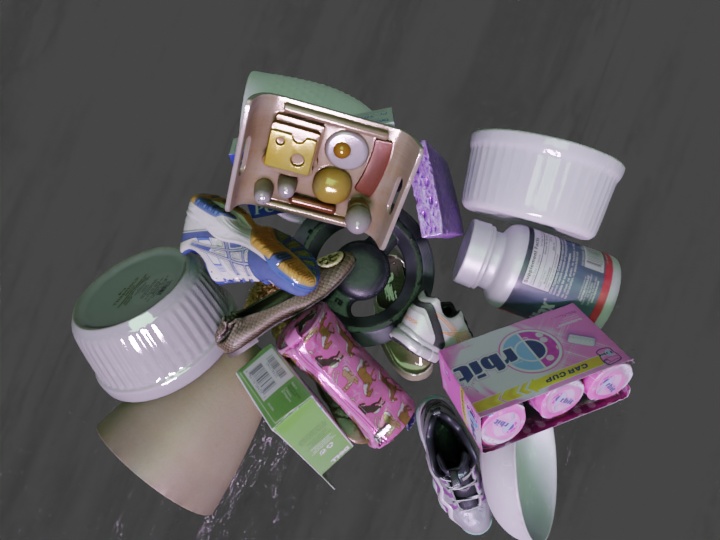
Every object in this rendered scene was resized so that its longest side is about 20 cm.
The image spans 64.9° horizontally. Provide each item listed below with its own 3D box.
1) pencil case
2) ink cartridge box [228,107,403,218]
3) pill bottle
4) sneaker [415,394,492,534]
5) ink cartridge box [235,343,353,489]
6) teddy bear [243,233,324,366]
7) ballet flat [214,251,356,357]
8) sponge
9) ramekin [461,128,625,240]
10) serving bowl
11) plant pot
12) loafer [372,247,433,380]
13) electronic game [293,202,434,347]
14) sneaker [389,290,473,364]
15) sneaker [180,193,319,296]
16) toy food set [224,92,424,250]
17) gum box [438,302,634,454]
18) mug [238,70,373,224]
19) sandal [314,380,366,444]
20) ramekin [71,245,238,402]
[{"bbox_3d":[-0.017,0.129,0.699,0.083,0.086,0.200,-45,109,-14],"label":"pencil case"},{"bbox_3d":[-0.050,-0.129,0.694,0.198,0.044,0.095,-10,129,6],"label":"ink cartridge box"},{"bbox_3d":[0.234,0.005,0.774,0.198,0.120,0.121,19,88,2],"label":"pill bottle"},{"bbox_3d":[0.127,0.273,0.752,0.077,0.140,0.202,-24,86,1],"label":"sneaker"},{"bbox_3d":[-0.071,0.191,0.727,0.059,0.201,0.104,-38,47,-10],"label":"ink cartridge box"},{"bbox_3d":[-0.096,0.032,0.780,0.143,0.067,0.202,-8,71,-1],"label":"teddy bear"},{"bbox_3d":[-0.094,0.032,0.691,0.199,0.067,0.047,-35,105,0],"label":"ballet flat"},{"bbox_3d":[0.101,-0.099,0.744,0.030,0.200,0.113,-13,89,17],"label":"sponge"},{"bbox_3d":[0.230,-0.109,0.745,0.199,0.200,0.099,16,95,2],"label":"ramekin"},{"bbox_3d":[0.202,0.245,0.743,0.065,0.199,0.202,-7,87,31],"label":"serving bowl"},{"bbox_3d":[-0.204,0.180,0.758,0.187,0.187,0.200,38,76,2],"label":"plant pot"},{"bbox_3d":[0.053,0.061,0.800,0.075,0.068,0.202,-20,87,0],"label":"loafer"},{"bbox_3d":[0.000,0.000,0.753,0.198,0.042,0.202,0,84,-2],"label":"electronic game"},{"bbox_3d":[0.125,0.091,0.750,0.073,0.199,0.081,28,88,45],"label":"sneaker"},{"bbox_3d":[-0.135,-0.013,0.683,0.199,0.075,0.089,33,108,24],"label":"sneaker"},{"bbox_3d":[-0.045,-0.105,0.647,0.198,0.061,0.144,13,126,-12],"label":"toy food set"},{"bbox_3d":[0.207,0.121,0.673,0.198,0.114,0.067,-19,125,-8],"label":"gum box"},{"bbox_3d":[-0.073,-0.159,0.787,0.173,0.148,0.202,8,118,-6],"label":"mug"},{"bbox_3d":[-0.029,0.146,0.802,0.080,0.054,0.201,-22,77,-7],"label":"sandal"},{"bbox_3d":[-0.268,0.057,0.732,0.198,0.201,0.106,-21,124,0],"label":"ramekin"}]
